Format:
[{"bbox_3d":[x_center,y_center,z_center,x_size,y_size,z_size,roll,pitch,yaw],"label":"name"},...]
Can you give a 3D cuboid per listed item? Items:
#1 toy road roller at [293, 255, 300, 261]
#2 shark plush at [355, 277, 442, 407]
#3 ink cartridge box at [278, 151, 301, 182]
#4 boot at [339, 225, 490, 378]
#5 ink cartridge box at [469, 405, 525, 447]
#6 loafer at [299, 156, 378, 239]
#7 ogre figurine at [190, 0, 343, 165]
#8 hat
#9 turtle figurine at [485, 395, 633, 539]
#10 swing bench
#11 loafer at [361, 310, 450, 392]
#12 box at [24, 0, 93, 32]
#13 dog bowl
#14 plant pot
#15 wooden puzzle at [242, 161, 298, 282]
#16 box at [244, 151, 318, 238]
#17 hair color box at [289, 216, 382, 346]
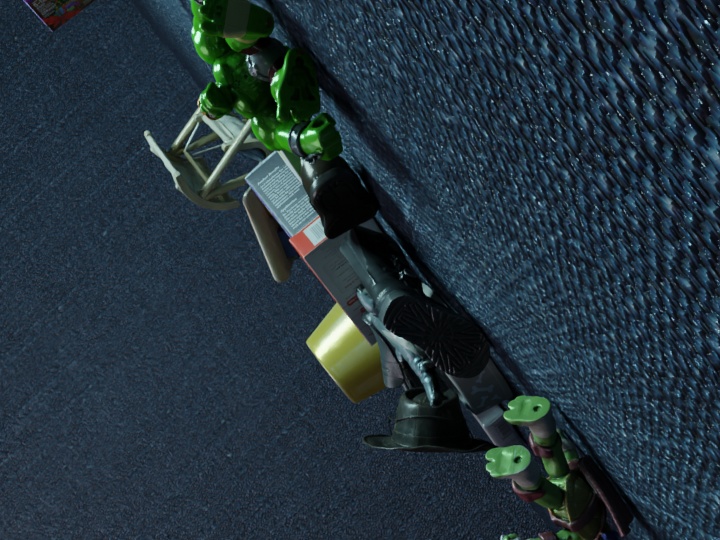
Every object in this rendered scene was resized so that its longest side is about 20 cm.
[{"bbox_3d":[-0.113,-0.114,1.938,0.198,0.147,0.123,-7,132,41],"label":"toy road roller"},{"bbox_3d":[0.067,0.090,1.196,0.200,0.090,0.084,49,142,35],"label":"shark plush"},{"bbox_3d":[-0.084,-0.165,1.250,0.146,0.048,0.200,55,178,-43],"label":"ink cartridge box"},{"bbox_3d":[0.063,0.033,1.143,0.164,0.066,0.200,37,-171,-28],"label":"boot"},{"bbox_3d":[0.207,0.229,1.644,0.201,0.047,0.160,56,-178,43],"label":"ink cartridge box"},{"bbox_3d":[-0.028,-0.097,1.090,0.072,0.072,0.200,62,177,15],"label":"loafer"},{"bbox_3d":[-0.094,-0.178,0.840,0.199,0.099,0.120,37,162,-11],"label":"ogre figurine"},{"bbox_3d":[0.096,0.201,1.271,0.201,0.197,0.082,81,-170,-84],"label":"hat"},{"bbox_3d":[0.184,0.234,1.024,0.195,0.143,0.200,58,171,-33],"label":"turtle figurine"},{"bbox_3d":[-0.243,-0.214,1.616,0.130,0.199,0.199,53,177,-41],"label":"swing bench"},{"bbox_3d":[0.059,0.138,1.336,0.201,0.070,0.068,53,176,-23],"label":"loafer"},{"bbox_3d":[-0.439,-0.475,1.454,0.039,0.199,0.137,51,178,17],"label":"box"},{"bbox_3d":[0.124,0.112,1.288,0.201,0.058,0.200,51,178,3],"label":"dog bowl"},{"bbox_3d":[0.023,0.105,1.504,0.201,0.188,0.201,51,176,5],"label":"plant pot"},{"bbox_3d":[-0.145,-0.105,1.716,0.201,0.046,0.187,-74,-31,-59],"label":"wooden puzzle"},{"bbox_3d":[-0.066,-0.081,1.432,0.200,0.104,0.148,48,177,41],"label":"box"},{"bbox_3d":[0.000,0.000,1.325,0.201,0.110,0.064,54,176,-36],"label":"hair color box"}]
